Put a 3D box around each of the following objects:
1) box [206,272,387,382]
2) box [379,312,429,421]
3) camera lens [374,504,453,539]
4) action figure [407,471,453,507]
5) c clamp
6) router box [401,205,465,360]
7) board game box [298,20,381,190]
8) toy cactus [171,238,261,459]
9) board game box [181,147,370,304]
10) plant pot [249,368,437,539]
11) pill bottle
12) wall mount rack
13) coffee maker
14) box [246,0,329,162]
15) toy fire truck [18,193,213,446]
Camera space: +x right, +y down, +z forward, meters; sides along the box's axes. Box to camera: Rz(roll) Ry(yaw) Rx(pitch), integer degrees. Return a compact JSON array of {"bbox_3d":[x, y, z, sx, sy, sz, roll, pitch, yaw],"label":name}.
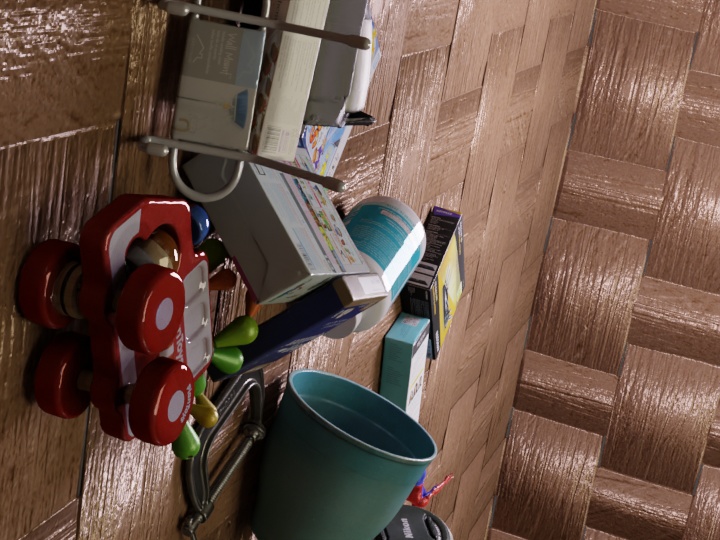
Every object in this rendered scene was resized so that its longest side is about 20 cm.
[{"bbox_3d":[-0.076,0.063,1.332,0.033,0.198,0.121,63,16,6],"label":"box"},{"bbox_3d":[0.065,0.174,2.109,0.082,0.049,0.202,-51,151,-55],"label":"box"},{"bbox_3d":[0.066,0.497,2.194,0.160,0.158,0.202,-50,150,-56],"label":"camera lens"},{"bbox_3d":[0.111,0.343,2.368,0.099,0.065,0.202,-43,148,-32],"label":"action figure"},{"bbox_3d":[-0.149,0.201,1.469,0.172,0.027,0.201,82,29,-42],"label":"c clamp"},{"bbox_3d":[0.119,0.022,2.156,0.201,0.052,0.158,81,28,-54],"label":"router box"},{"bbox_3d":[-0.033,-0.198,1.485,0.136,0.034,0.202,70,37,-63],"label":"board game box"},{"bbox_3d":[-0.167,0.061,1.204,0.164,0.101,0.203,18,89,-55],"label":"toy cactus"},{"bbox_3d":[-0.074,-0.046,1.283,0.149,0.064,0.200,62,15,8],"label":"board game box"},{"bbox_3d":[-0.037,0.250,1.615,0.190,0.199,0.200,-63,166,13],"label":"plant pot"},{"bbox_3d":[0.000,0.000,1.634,0.200,0.109,0.112,-54,153,-52],"label":"pill bottle"},{"bbox_3d":[-0.088,-0.145,1.103,0.075,0.171,0.203,-113,-148,-76],"label":"wall mount rack"},{"bbox_3d":[-0.049,-0.239,1.224,0.192,0.133,0.203,-28,130,-68],"label":"coffee maker"},{"bbox_3d":[-0.060,-0.194,1.148,0.041,0.039,0.203,4,106,-33],"label":"box"},{"bbox_3d":[-0.170,0.028,1.059,0.168,0.111,0.202,-50,146,-52],"label":"toy fire truck"}]
